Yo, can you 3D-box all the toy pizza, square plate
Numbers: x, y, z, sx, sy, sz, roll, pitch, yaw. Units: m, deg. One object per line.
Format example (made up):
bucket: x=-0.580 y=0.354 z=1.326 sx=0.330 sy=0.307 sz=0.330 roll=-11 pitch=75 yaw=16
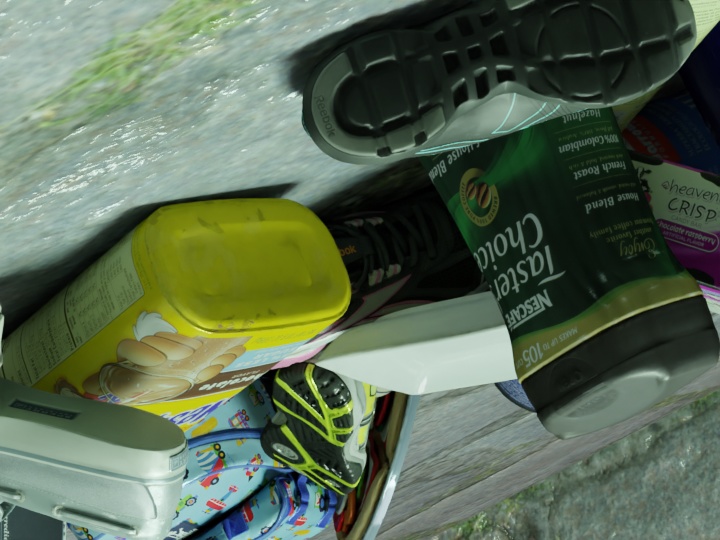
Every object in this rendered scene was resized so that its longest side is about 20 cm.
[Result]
toy pizza: x=0.006 y=0.115 z=1.701 sx=0.031 sy=0.202 sz=0.200 roll=15 pitch=159 yaw=-7
square plate: x=0.094 y=0.036 z=1.377 sx=0.198 sy=0.029 sz=0.198 roll=-12 pitch=169 yaw=16

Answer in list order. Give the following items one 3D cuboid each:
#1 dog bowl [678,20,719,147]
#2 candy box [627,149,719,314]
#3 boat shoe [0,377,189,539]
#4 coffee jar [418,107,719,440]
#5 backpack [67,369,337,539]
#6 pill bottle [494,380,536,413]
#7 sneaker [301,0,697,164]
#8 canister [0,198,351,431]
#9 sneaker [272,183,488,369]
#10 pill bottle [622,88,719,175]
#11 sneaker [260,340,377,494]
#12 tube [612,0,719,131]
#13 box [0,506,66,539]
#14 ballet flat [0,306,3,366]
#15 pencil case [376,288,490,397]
dog bowl: x=0.268 y=-0.145 z=1.273 sx=0.199 sy=0.079 sz=0.200 roll=-23 pitch=168 yaw=-5
candy box: x=0.212 y=-0.008 z=1.288 sx=0.136 sy=0.061 sz=0.200 roll=20 pitch=178 yaw=38
boat shoe: x=-0.188 y=0.100 z=1.217 sx=0.199 sy=0.072 sz=0.070 roll=12 pitch=-163 yaw=13
coffee jar: x=0.103 y=-0.019 z=1.186 sx=0.085 sy=0.201 sz=0.104 roll=-13 pitch=164 yaw=-42
backpack: x=-0.128 y=0.145 z=1.623 sx=0.182 sy=0.135 sz=0.200 roll=-28 pitch=165 yaw=12
pill bottle: x=0.155 y=0.052 z=1.826 sx=0.111 sy=0.113 sz=0.200 roll=-22 pitch=169 yaw=-9
sneaker: x=0.062 y=-0.101 z=1.112 sx=0.198 sy=0.076 sz=0.079 roll=-14 pitch=178 yaw=-10
canister: x=-0.117 y=0.041 z=1.291 sx=0.148 sy=0.087 sz=0.200 roll=-6 pitch=156 yaw=-46
sneaker: x=0.000 y=0.000 z=1.378 sx=0.199 sy=0.081 sz=0.086 roll=-28 pitch=163 yaw=3
pill bottle: x=0.184 y=-0.047 z=1.441 sx=0.199 sy=0.113 sz=0.112 roll=-22 pitch=168 yaw=-24
sneaker: x=-0.017 y=0.085 z=1.512 sx=0.077 sy=0.075 sz=0.200 roll=-61 pitch=176 yaw=-25
tube: x=0.151 y=-0.127 z=1.203 sx=0.058 sy=0.052 sz=0.200 roll=-55 pitch=-179 yaw=-28
box: x=-0.287 y=0.176 z=1.375 sx=0.147 sy=0.105 sz=0.200 roll=2 pitch=-179 yaw=29
ballet flat: x=-0.202 y=0.025 z=1.114 sx=0.062 sy=0.068 sz=0.200 roll=-35 pitch=168 yaw=2
pencil case: x=0.033 y=0.019 z=1.528 sx=0.200 sy=0.089 sz=0.078 roll=-36 pitch=-168 yaw=46
